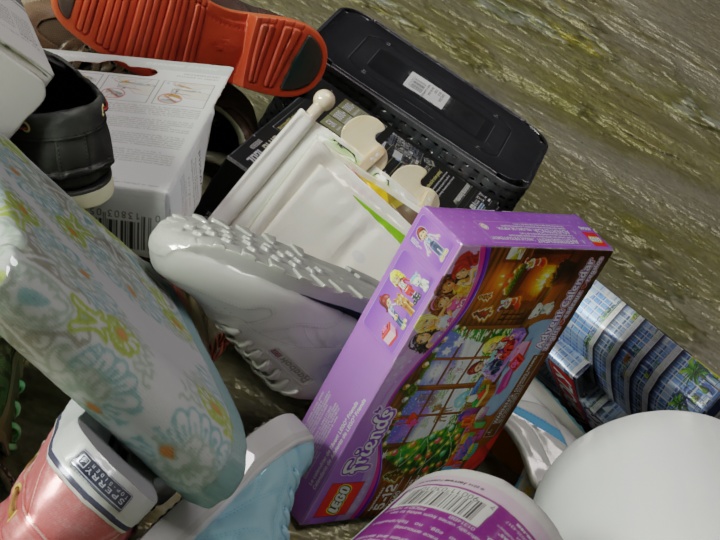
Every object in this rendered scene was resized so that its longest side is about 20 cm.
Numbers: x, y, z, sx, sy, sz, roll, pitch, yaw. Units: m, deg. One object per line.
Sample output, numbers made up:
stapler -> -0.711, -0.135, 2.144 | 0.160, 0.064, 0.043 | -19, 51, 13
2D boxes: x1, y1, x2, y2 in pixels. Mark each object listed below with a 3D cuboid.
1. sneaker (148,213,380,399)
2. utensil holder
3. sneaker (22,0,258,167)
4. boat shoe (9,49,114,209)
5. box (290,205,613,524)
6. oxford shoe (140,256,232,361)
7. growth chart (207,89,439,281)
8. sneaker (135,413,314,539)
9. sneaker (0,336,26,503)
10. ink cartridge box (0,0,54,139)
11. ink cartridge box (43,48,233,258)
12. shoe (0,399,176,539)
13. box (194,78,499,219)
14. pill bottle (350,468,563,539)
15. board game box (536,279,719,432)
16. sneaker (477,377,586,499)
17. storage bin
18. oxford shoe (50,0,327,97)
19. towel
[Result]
sneaker -> -0.043, 0.030, 1.022 | 0.200, 0.081, 0.076 | 25, 12, -37
utensil holder -> 0.179, 0.196, 0.991 | 0.170, 0.170, 0.200 | 27, 25, -13
sneaker -> -0.156, -0.130, 1.257 | 0.200, 0.071, 0.076 | 22, 22, -24
boat shoe -> -0.193, -0.103, 1.048 | 0.074, 0.063, 0.201 | -14, 31, -21
box -> 0.046, 0.056, 1.034 | 0.137, 0.200, 0.039 | 1, 36, -46
oxford shoe -> -0.100, 0.033, 1.058 | 0.075, 0.070, 0.200 | 23, 29, -29
growth chart -> 0.000, 0.000, 1.109 | 0.200, 0.145, 0.018 | 49, -12, -7
sneaker -> -0.064, 0.147, 0.920 | 0.082, 0.074, 0.200 | 45, 36, 2
sneaker -> -0.200, 0.076, 0.906 | 0.089, 0.077, 0.200 | 64, 22, -11
ink cartridge box -> -0.266, -0.122, 1.007 | 0.083, 0.147, 0.200 | 35, 14, -38
ink cartridge box -> -0.173, -0.078, 1.115 | 0.162, 0.057, 0.200 | 7, 24, 5
shoe -> -0.145, 0.116, 0.873 | 0.071, 0.091, 0.200 | 46, -3, -2
box -> -0.012, -0.029, 1.236 | 0.164, 0.086, 0.200 | 35, 27, 1
pill bottle -> 0.014, 0.187, 0.867 | 0.112, 0.112, 0.200 | 40, 40, 13
board game box -> 0.167, 0.077, 1.208 | 0.200, 0.062, 0.200 | 40, -9, 32
sneaker -> 0.134, 0.146, 1.137 | 0.200, 0.077, 0.081 | 36, 36, 17
storage bin -> 0.033, -0.103, 1.403 | 0.200, 0.094, 0.135 | 34, 27, -1
oxford shoe -> -0.125, -0.167, 1.246 | 0.200, 0.071, 0.073 | 16, 11, -29
towel -> -0.141, 0.015, 0.894 | 0.171, 0.048, 0.200 | 43, 6, -33
